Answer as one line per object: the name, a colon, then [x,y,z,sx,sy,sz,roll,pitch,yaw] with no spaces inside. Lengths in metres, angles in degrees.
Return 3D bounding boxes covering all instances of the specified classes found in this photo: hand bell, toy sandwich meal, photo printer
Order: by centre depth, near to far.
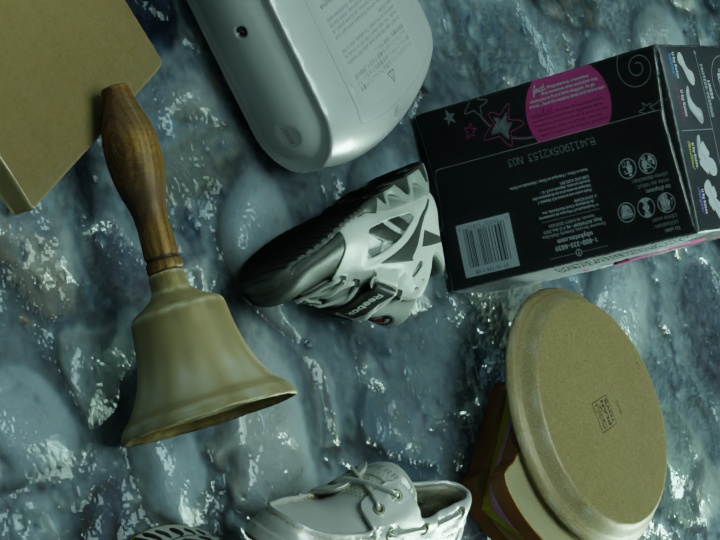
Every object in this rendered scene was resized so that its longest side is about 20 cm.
hand bell: [-0.114,-0.010,1.539,0.104,0.104,0.200,-9,81,-54]
photo printer: [-0.034,-0.170,1.718,0.166,0.069,0.200,-48,117,-50]
toy sandwich meal: [0.138,0.112,1.858,0.205,0.070,0.205,30,50,-44]

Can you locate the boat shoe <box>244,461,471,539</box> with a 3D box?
boat shoe: [0.002,0.146,1.638,0.200,0.071,0.069,8,111,-60]

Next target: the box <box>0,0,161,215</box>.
box: [-0.203,-0.156,1.525,0.200,0.021,0.164,60,39,-21]

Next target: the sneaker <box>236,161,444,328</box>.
sneaker: [0.000,0.000,1.700,0.200,0.074,0.089,-30,101,-53]

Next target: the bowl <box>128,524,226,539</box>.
bowl: [-0.060,0.236,1.519,0.201,0.094,0.201,21,62,-48]

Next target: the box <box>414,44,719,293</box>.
box: [0.158,-0.067,1.828,0.115,0.200,0.132,-8,84,-53]
